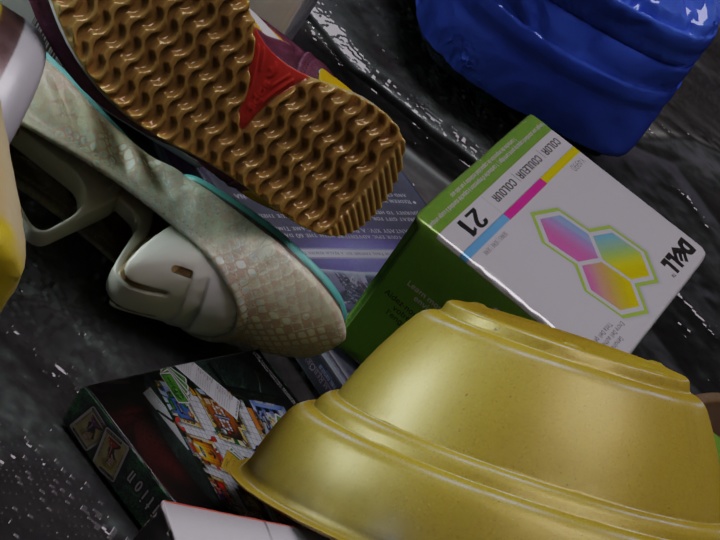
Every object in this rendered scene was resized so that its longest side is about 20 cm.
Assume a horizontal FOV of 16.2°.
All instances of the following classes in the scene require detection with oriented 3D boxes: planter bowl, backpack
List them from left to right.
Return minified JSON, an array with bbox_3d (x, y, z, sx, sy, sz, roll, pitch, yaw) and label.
[{"bbox_3d":[0.060,0.062,0.887,0.200,0.084,0.200,17,3,-1],"label":"planter bowl"},{"bbox_3d":[0.112,-0.174,1.354,0.162,0.168,0.200,24,35,-13],"label":"backpack"}]

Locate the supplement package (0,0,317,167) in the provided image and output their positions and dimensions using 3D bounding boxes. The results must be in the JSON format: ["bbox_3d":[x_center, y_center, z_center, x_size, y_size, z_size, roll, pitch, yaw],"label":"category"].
[{"bbox_3d":[-0.075,-0.174,1.122,0.152,0.151,0.200,32,25,-2],"label":"supplement package"}]

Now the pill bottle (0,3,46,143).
[{"bbox_3d":[-0.219,-0.087,0.890,0.200,0.109,0.109,31,29,-14],"label":"pill bottle"}]

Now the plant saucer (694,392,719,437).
[{"bbox_3d":[0.208,0.138,1.153,0.200,0.029,0.200,29,29,-18],"label":"plant saucer"}]

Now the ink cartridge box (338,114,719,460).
[{"bbox_3d":[0.109,0.041,1.077,0.200,0.076,0.148,38,30,6],"label":"ink cartridge box"}]

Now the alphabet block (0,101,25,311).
[{"bbox_3d":[-0.227,-0.032,0.716,0.196,0.196,0.200,19,33,-29],"label":"alphabet block"}]

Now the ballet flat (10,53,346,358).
[{"bbox_3d":[-0.097,-0.018,1.004,0.200,0.067,0.062,38,56,6],"label":"ballet flat"}]

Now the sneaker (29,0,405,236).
[{"bbox_3d":[-0.071,-0.083,0.970,0.090,0.075,0.200,30,-9,48],"label":"sneaker"}]

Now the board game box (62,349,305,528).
[{"bbox_3d":[-0.016,0.114,0.929,0.200,0.023,0.105,51,29,21],"label":"board game box"}]

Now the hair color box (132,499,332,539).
[{"bbox_3d":[0.013,0.147,0.833,0.200,0.061,0.102,17,35,-35],"label":"hair color box"}]

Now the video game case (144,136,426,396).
[{"bbox_3d":[0.000,0.000,1.120,0.143,0.019,0.200,0,48,-49],"label":"video game case"}]
